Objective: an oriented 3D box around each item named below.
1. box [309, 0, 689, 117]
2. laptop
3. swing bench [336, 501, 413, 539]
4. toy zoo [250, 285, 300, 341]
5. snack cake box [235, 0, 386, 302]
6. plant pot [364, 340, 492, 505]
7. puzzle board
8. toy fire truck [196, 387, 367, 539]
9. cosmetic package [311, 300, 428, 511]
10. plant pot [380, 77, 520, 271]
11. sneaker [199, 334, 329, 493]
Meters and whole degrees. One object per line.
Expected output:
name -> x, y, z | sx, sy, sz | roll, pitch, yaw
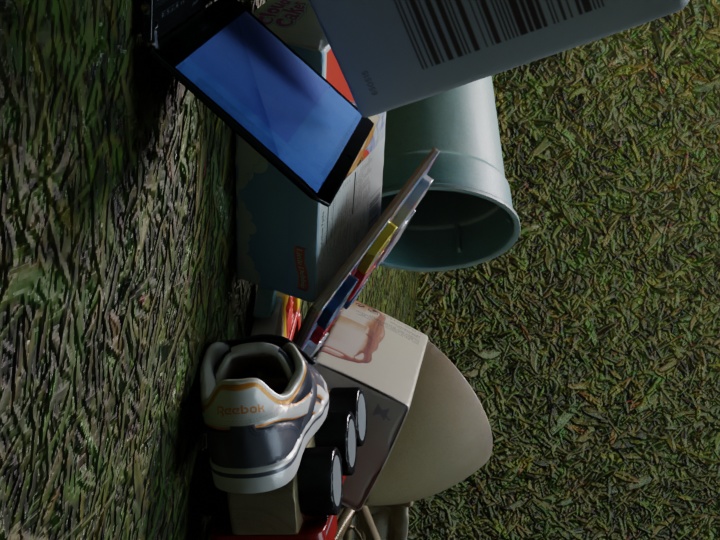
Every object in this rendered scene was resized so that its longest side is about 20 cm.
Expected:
box -> 0.056, -0.233, 0.835 | 0.172, 0.198, 0.201 | -87, 156, -55
laptop -> -0.046, -0.158, 0.786 | 0.177, 0.103, 0.201 | -69, 164, -70
swing bench -> -0.011, 0.378, 1.661 | 0.200, 0.129, 0.200 | -84, 177, -58
toy zoo -> -0.071, 0.077, 1.216 | 0.132, 0.020, 0.201 | -77, 172, -45
snack cake box -> -0.033, -0.094, 1.032 | 0.115, 0.067, 0.201 | -49, 150, -48
plant pot -> 0.021, 0.171, 1.573 | 0.134, 0.200, 0.201 | -38, 150, -27
puzzle board -> 0.000, 0.000, 1.114 | 0.151, 0.017, 0.200 | -52, 178, -18
toy fire truck -> -0.062, 0.202, 1.084 | 0.176, 0.128, 0.201 | -64, 150, -72
cosmetic package -> -0.007, 0.106, 1.247 | 0.200, 0.087, 0.104 | -65, 180, -76
plant pot -> 0.076, -0.129, 1.645 | 0.200, 0.199, 0.197 | 84, 6, -65
sneaker -> -0.064, 0.077, 1.013 | 0.200, 0.078, 0.080 | -87, 171, -75
